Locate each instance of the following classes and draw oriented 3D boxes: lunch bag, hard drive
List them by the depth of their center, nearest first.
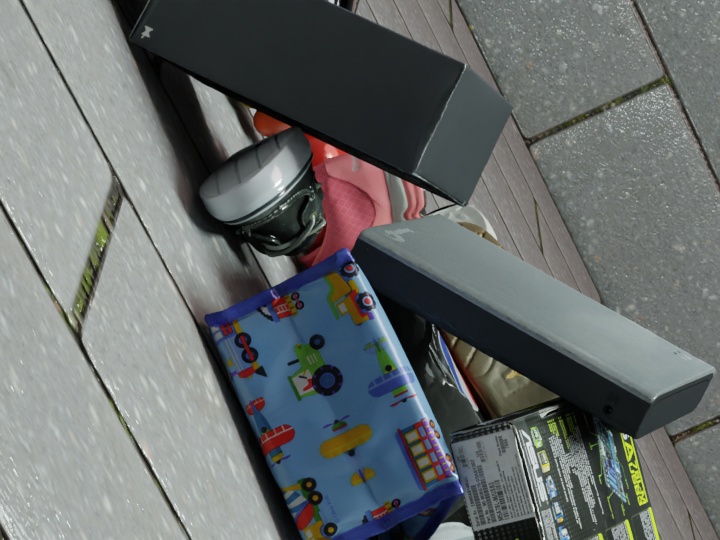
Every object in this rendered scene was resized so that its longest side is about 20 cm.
[{"bbox_3d":[-0.007,0.090,1.557,0.200,0.094,0.151,66,-1,-78],"label":"lunch bag"},{"bbox_3d":[0.101,0.030,1.599,0.200,0.033,0.140,29,15,17],"label":"hard drive"}]

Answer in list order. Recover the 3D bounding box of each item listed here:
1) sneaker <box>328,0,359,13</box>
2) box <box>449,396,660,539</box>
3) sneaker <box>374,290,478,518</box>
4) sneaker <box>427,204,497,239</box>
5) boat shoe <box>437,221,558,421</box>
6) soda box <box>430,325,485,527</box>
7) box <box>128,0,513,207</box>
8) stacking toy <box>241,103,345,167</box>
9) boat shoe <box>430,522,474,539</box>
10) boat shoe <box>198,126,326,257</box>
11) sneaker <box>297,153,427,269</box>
[{"bbox_3d":[-0.059,-0.230,1.943,0.201,0.115,0.076,69,10,24],"label":"sneaker"},{"bbox_3d":[0.126,0.173,1.543,0.193,0.047,0.200,-11,86,-69],"label":"box"},{"bbox_3d":[0.013,0.075,1.705,0.086,0.080,0.200,23,-46,50],"label":"sneaker"},{"bbox_3d":[0.099,0.051,2.258,0.200,0.081,0.147,-106,176,-57],"label":"sneaker"},{"bbox_3d":[0.094,0.064,1.861,0.200,0.072,0.068,65,-18,10],"label":"boat shoe"},{"bbox_3d":[0.035,0.087,1.798,0.200,0.071,0.063,62,9,-17],"label":"soda box"},{"bbox_3d":[-0.021,-0.121,1.657,0.200,0.079,0.141,26,3,16],"label":"box"},{"bbox_3d":[-0.062,-0.144,1.856,0.085,0.085,0.200,-71,142,-77],"label":"stacking toy"},{"bbox_3d":[0.071,0.205,1.715,0.200,0.067,0.074,8,52,-52],"label":"boat shoe"},{"bbox_3d":[-0.048,-0.045,1.664,0.071,0.072,0.200,60,8,-6],"label":"boat shoe"},{"bbox_3d":[0.000,0.000,1.846,0.074,0.087,0.200,-103,-171,-57],"label":"sneaker"}]
